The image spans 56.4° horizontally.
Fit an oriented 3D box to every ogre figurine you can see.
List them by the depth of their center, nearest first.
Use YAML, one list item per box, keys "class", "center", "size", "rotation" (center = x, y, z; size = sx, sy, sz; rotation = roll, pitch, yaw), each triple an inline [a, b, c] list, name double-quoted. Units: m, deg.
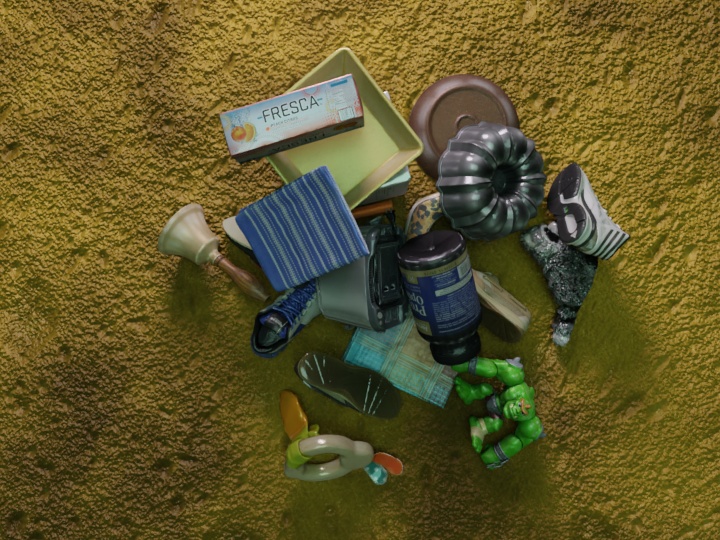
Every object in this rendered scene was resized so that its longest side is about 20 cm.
- class: "ogre figurine"
  center: [0.234, 0.225, 1.134]
  size: [0.119, 0.098, 0.202]
  rotation: [-19, 74, 17]

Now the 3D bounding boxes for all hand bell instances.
- class: "hand bell"
  center: [-0.228, -0.011, 1.115]
  size: [0.199, 0.104, 0.105]
  rotation: [37, 89, 12]

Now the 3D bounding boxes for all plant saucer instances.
- class: "plant saucer"
  center: [-0.038, -0.196, 1.018]
  size: [0.199, 0.048, 0.201]
  rotation: [-38, 88, 1]
- class: "plant saucer"
  center: [0.183, -0.247, 1.170]
  size: [0.198, 0.037, 0.203]
  rotation: [0, 88, 0]

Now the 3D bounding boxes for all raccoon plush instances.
- class: "raccoon plush"
  center: [0.317, 0.017, 1.140]
  size: [0.132, 0.097, 0.202]
  rotation: [17, 89, 9]

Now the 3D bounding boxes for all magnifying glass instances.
- class: "magnifying glass"
  center: [-0.041, -0.091, 1.155]
  size: [0.198, 0.080, 0.023]
  rotation: [-12, 85, -10]

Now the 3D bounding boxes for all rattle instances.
- class: "rattle"
  center: [-0.037, 0.290, 1.163]
  size: [0.197, 0.143, 0.132]
  rotation: [-1, 121, -15]

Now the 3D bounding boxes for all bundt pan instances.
- class: "bundt pan"
  center: [0.228, -0.147, 1.107]
  size: [0.200, 0.076, 0.205]
  rotation: [-3, 96, -27]

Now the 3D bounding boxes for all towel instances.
- class: "towel"
  center: [-0.093, -0.056, 1.002]
  size: [0.199, 0.024, 0.146]
  rotation: [-22, 99, 37]
- class: "towel"
  center: [0.084, 0.134, 1.169]
  size: [0.198, 0.022, 0.148]
  rotation: [25, 90, 1]

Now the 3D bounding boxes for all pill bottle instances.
- class: "pill bottle"
  center: [0.134, 0.047, 1.083]
  size: [0.111, 0.112, 0.202]
  rotation: [-17, 114, 0]

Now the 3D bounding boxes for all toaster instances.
- class: "toaster"
  center: [0.000, 0.000, 1.099]
  size: [0.128, 0.113, 0.203]
  rotation: [2, 100, 35]

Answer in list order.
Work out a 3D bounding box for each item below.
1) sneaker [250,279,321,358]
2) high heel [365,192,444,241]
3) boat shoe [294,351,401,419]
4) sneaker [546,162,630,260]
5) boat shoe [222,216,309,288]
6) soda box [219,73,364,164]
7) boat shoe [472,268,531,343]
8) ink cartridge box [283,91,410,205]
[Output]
- class: "sneaker"
  center: [-0.115, 0.071, 1.125]
  size: [0.080, 0.115, 0.200]
  rotation: [39, 89, 0]
- class: "high heel"
  center: [0.122, -0.053, 1.153]
  size: [0.198, 0.071, 0.144]
  rotation: [-22, 94, 4]
- class: "boat shoe"
  center: [-0.022, 0.195, 1.148]
  size: [0.199, 0.066, 0.072]
  rotation: [27, 74, -19]
- class: "sneaker"
  center: [0.380, -0.088, 1.118]
  size: [0.115, 0.202, 0.076]
  rotation: [30, 130, -18]
- class: "boat shoe"
  center: [-0.161, -0.033, 1.125]
  size: [0.200, 0.064, 0.073]
  rotation: [29, 45, 32]
- class: "soda box"
  center: [-0.095, -0.215, 0.962]
  size: [0.198, 0.068, 0.064]
  rotation: [-16, 88, 1]
- class: "boat shoe"
  center: [0.206, 0.038, 1.155]
  size: [0.200, 0.071, 0.065]
  rotation: [43, 54, 2]
- class: "ink cartridge box"
  center: [-0.030, -0.182, 1.114]
  size: [0.198, 0.145, 0.149]
  rotation: [-14, 88, 1]
